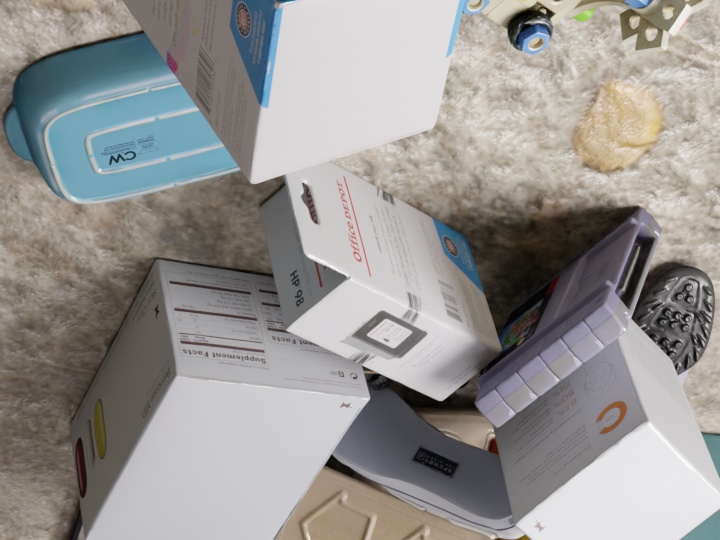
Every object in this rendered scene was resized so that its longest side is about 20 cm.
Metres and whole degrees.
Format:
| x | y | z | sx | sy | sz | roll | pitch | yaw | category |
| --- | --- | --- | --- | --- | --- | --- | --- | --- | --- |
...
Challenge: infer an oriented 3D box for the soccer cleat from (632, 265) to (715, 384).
| x | y | z | sx | sy | sz | roll | pitch | yaw | category |
| --- | --- | --- | --- | --- | --- | --- | --- | --- | --- |
| 0.238 | 0.075 | 1.539 | 0.068 | 0.073 | 0.201 | 13 | 119 | 1 | soccer cleat |

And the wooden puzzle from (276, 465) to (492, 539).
| x | y | z | sx | sy | sz | roll | pitch | yaw | category |
| --- | --- | --- | --- | --- | --- | --- | --- | --- | --- |
| 0.002 | 0.260 | 1.530 | 0.199 | 0.046 | 0.187 | 23 | 109 | 16 | wooden puzzle |

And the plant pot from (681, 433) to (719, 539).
| x | y | z | sx | sy | sz | roll | pitch | yaw | category |
| --- | --- | --- | --- | --- | --- | --- | --- | --- | --- |
| 0.287 | 0.231 | 1.669 | 0.198 | 0.142 | 0.142 | -7 | 140 | -20 | plant pot |

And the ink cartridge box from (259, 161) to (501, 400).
| x | y | z | sx | sy | sz | roll | pitch | yaw | category |
| --- | --- | --- | --- | --- | --- | --- | --- | --- | --- |
| 0.000 | 0.000 | 1.322 | 0.199 | 0.116 | 0.067 | 27 | 125 | -39 | ink cartridge box |

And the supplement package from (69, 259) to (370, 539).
| x | y | z | sx | sy | sz | roll | pitch | yaw | category |
| --- | --- | --- | --- | --- | --- | --- | --- | --- | --- |
| -0.111 | 0.107 | 1.411 | 0.155 | 0.111 | 0.201 | 8 | 134 | -27 | supplement package |

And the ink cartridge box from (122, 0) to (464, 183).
| x | y | z | sx | sy | sz | roll | pitch | yaw | category |
| --- | --- | --- | --- | --- | --- | --- | --- | --- | --- |
| -0.049 | -0.174 | 1.059 | 0.124 | 0.200 | 0.129 | -18 | 144 | -26 | ink cartridge box |

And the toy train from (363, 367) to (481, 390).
| x | y | z | sx | sy | sz | roll | pitch | yaw | category |
| --- | --- | --- | --- | --- | --- | --- | --- | --- | --- |
| 0.062 | 0.070 | 1.486 | 0.198 | 0.034 | 0.046 | 1 | 134 | -21 | toy train |

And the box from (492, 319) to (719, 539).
| x | y | z | sx | sy | sz | roll | pitch | yaw | category |
| --- | --- | --- | --- | --- | --- | --- | --- | --- | --- |
| 0.177 | 0.124 | 1.404 | 0.124 | 0.200 | 0.097 | -41 | 113 | 17 | box |

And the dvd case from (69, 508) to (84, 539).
| x | y | z | sx | sy | sz | roll | pitch | yaw | category |
| --- | --- | --- | --- | --- | --- | --- | --- | --- | --- |
| -0.171 | 0.234 | 1.568 | 0.141 | 0.018 | 0.201 | 18 | 133 | -5 | dvd case |

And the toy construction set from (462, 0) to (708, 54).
| x | y | z | sx | sy | sz | roll | pitch | yaw | category |
| --- | --- | --- | --- | --- | --- | --- | --- | --- | --- |
| 0.117 | -0.200 | 1.160 | 0.199 | 0.093 | 0.131 | 35 | 119 | -30 | toy construction set |

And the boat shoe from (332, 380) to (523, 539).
| x | y | z | sx | sy | sz | roll | pitch | yaw | category |
| --- | --- | --- | --- | --- | --- | --- | --- | --- | --- |
| 0.045 | 0.155 | 1.475 | 0.074 | 0.199 | 0.066 | -49 | 151 | -19 | boat shoe |

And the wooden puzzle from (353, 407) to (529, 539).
| x | y | z | sx | sy | sz | roll | pitch | yaw | category |
| --- | --- | --- | --- | --- | --- | --- | --- | --- | --- |
| 0.088 | 0.207 | 1.573 | 0.198 | 0.046 | 0.187 | 5 | 108 | -21 | wooden puzzle |

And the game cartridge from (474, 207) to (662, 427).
| x | y | z | sx | sy | sz | roll | pitch | yaw | category |
| --- | --- | --- | --- | --- | --- | --- | --- | --- | --- |
| 0.150 | 0.030 | 1.367 | 0.129 | 0.200 | 0.038 | -35 | 98 | 25 | game cartridge |

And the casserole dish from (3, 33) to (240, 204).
| x | y | z | sx | sy | sz | roll | pitch | yaw | category |
| --- | --- | --- | --- | --- | --- | --- | --- | --- | --- |
| -0.132 | -0.098 | 1.226 | 0.198 | 0.039 | 0.122 | -13 | 139 | -3 | casserole dish |
